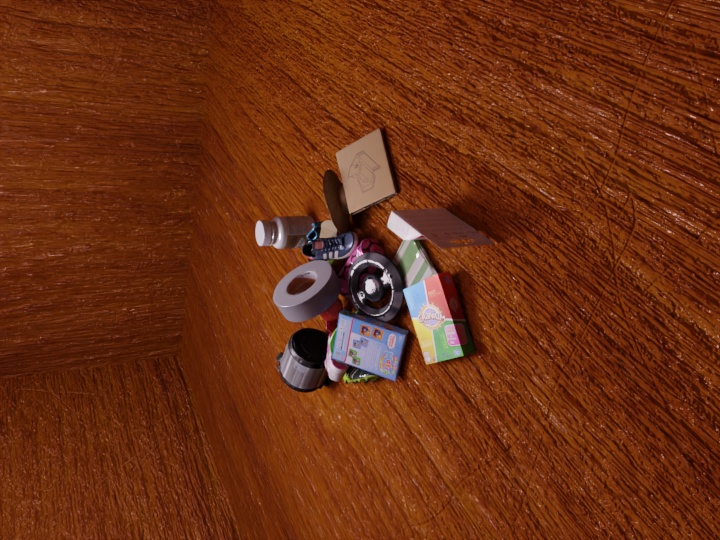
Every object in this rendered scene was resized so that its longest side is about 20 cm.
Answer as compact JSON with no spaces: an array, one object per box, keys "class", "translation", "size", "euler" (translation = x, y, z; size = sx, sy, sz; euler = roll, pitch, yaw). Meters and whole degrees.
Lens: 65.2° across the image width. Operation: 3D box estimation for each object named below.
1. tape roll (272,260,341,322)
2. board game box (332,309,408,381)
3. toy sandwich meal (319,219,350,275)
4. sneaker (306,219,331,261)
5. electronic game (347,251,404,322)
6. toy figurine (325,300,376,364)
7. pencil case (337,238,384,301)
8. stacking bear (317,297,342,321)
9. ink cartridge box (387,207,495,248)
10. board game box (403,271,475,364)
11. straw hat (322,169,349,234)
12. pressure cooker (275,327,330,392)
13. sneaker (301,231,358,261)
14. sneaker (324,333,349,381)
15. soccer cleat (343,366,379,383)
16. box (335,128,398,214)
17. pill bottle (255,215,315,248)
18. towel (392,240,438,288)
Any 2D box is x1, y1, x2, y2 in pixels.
[{"class":"tape roll","translation":[-0.158,0.059,1.668],"size":[0.200,0.200,0.066],"euler":[31,155,55]},{"class":"board game box","translation":[0.025,0.211,1.590],"size":[0.199,0.037,0.152],"euler":[18,114,17]},{"class":"toy sandwich meal","translation":[-0.092,-0.065,1.797],"size":[0.205,0.070,0.206],"euler":[-31,50,46]},{"class":"sneaker","translation":[-0.155,-0.100,1.934],"size":[0.073,0.081,0.201],"euler":[63,143,34]},{"class":"electronic game","translation":[0.041,0.047,1.574],"size":[0.199,0.041,0.202],"euler":[11,107,39]},{"class":"toy figurine","translation":[-0.040,0.159,1.743],"size":[0.201,0.149,0.184],"euler":[-63,28,10]},{"class":"pencil case","translation":[0.000,0.000,1.674],"size":[0.200,0.090,0.094],"euler":[-58,40,43]},{"class":"stacking bear","translation":[-0.116,0.097,1.738],"size":[0.122,0.113,0.200],"euler":[62,167,-23]},{"class":"ink cartridge box","translation":[0.180,-0.082,1.278],"size":[0.200,0.160,0.050],"euler":[47,134,47]},{"class":"board game box","translation":[0.189,0.119,1.380],"size":[0.153,0.040,0.201],"euler":[-30,74,56]},{"class":"straw hat","translation":[-0.034,-0.217,1.701],"size":[0.085,0.201,0.203],"euler":[-12,81,21]},{"class":"pressure cooker","translation":[-0.190,0.320,1.948],"size":[0.176,0.178,0.201],"euler":[56,138,36]},{"class":"sneaker","translation":[-0.097,-0.072,1.689],"size":[0.199,0.084,0.076],"euler":[-20,64,40]},{"class":"sneaker","translation":[-0.077,0.273,1.781],"size":[0.200,0.081,0.089],"euler":[-84,14,-61]},{"class":"soccer cleat","translation":[-0.001,0.306,1.735],"size":[0.200,0.067,0.082],"euler":[-22,66,60]},{"class":"box","translation":[0.015,-0.281,1.611],"size":[0.163,0.021,0.201],"euler":[-22,73,30]},{"class":"pill bottle","translation":[-0.265,-0.135,2.001],"size":[0.114,0.199,0.115],"euler":[13,105,59]},{"class":"towel","translation":[0.149,0.014,1.483],"size":[0.201,0.023,0.153],"euler":[62,143,32]}]
